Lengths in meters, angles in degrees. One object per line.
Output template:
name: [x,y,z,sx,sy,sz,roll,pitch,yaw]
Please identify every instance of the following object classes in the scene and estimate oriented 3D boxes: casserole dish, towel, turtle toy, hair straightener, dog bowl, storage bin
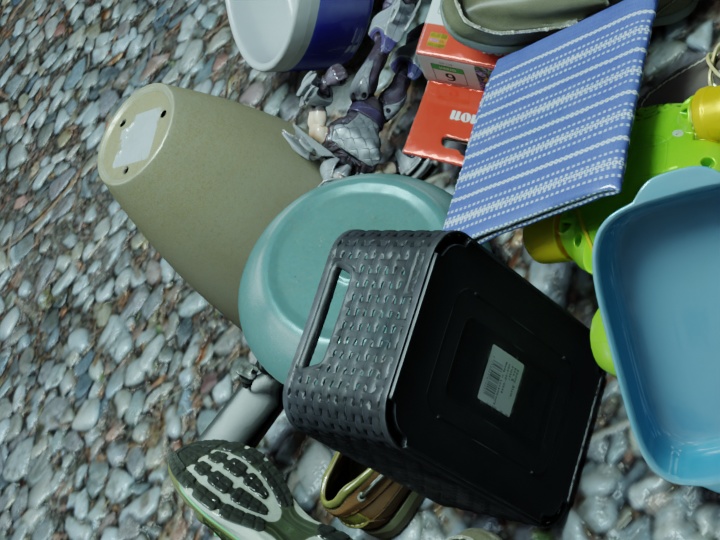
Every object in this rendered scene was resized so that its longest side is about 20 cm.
casserole dish: [0.206,0.033,0.755,0.119,0.203,0.039,-14,15,12]
towel: [0.130,-0.099,0.870,0.144,0.024,0.202,-22,36,39]
turtle toy: [0.189,-0.024,0.839,0.144,0.101,0.202,-7,53,43]
hair straightener: [-0.064,0.082,0.999,0.041,0.077,0.200,43,93,16]
dog bowl: [-0.060,-0.287,1.196,0.200,0.078,0.203,21,113,62]
storage bin: [0.060,0.071,0.835,0.093,0.199,0.137,3,67,44]

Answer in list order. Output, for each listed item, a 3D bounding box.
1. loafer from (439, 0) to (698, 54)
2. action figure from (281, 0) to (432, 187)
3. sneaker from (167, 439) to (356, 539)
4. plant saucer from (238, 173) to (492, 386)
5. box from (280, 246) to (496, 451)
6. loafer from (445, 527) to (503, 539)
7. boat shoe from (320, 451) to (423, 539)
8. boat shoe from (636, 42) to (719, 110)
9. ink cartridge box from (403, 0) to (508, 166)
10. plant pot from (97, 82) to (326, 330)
loafer: [0.155,-0.214,0.948,0.197,0.070,0.076,-11,73,0]
action figure: [0.011,-0.143,1.084,0.069,0.130,0.202,-9,51,53]
sneaker: [-0.075,0.206,0.943,0.199,0.076,0.089,39,127,25]
plant saucer: [0.000,0.000,0.955,0.197,0.036,0.202,-6,56,9]
box: [0.011,0.035,1.032,0.201,0.035,0.110,-55,41,3]
loafer: [0.056,0.260,0.823,0.075,0.068,0.203,-11,58,39]
boat shoe: [0.039,0.097,0.941,0.071,0.068,0.202,17,78,48]
boat shoe: [0.269,-0.135,0.867,0.198,0.059,0.073,-15,56,38]
ink cartridge box: [0.107,-0.182,1.020,0.107,0.050,0.203,14,74,19]
plant pot: [-0.119,-0.068,1.099,0.186,0.199,0.190,-23,51,32]
